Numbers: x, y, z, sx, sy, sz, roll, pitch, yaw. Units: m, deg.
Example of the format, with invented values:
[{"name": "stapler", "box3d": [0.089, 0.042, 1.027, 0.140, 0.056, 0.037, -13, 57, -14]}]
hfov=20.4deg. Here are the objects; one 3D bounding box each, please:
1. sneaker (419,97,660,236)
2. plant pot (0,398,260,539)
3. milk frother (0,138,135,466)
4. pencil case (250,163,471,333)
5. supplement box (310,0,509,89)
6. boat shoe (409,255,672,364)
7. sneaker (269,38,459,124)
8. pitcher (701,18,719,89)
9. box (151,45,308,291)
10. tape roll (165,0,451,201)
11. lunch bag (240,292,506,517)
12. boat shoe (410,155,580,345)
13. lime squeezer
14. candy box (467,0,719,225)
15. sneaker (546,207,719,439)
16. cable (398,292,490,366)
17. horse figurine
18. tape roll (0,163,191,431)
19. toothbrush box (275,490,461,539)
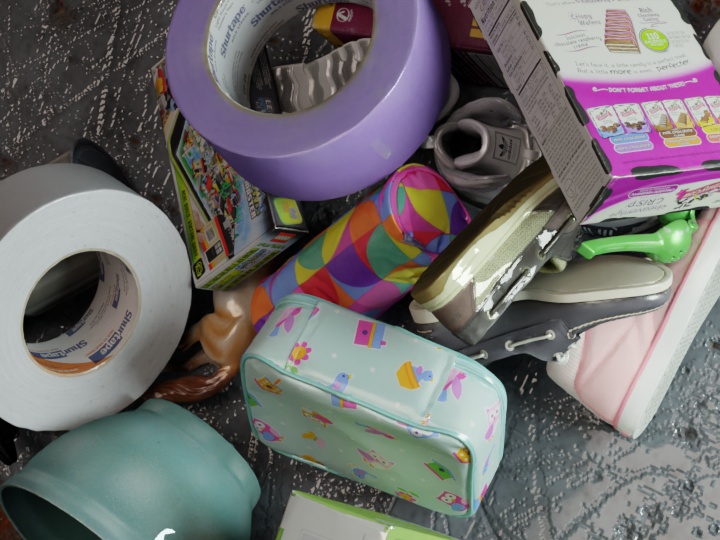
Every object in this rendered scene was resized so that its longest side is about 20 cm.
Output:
[{"name": "sneaker", "box3d": [0.140, -0.077, 1.499, 0.199, 0.115, 0.076, 7, 82, 25]}, {"name": "plant pot", "box3d": [-0.161, 0.186, 1.547, 0.200, 0.201, 0.134, 29, 63, 26]}, {"name": "milk frother", "box3d": [-0.266, 0.028, 1.648, 0.187, 0.181, 0.201, -27, 101, 17]}, {"name": "pencil case", "box3d": [0.000, 0.000, 1.523, 0.200, 0.088, 0.089, -36, 64, 42]}, {"name": "supplement box", "box3d": [0.080, -0.221, 1.565, 0.199, 0.103, 0.132, 10, 81, 25]}, {"name": "boat shoe", "box3d": [0.134, 0.035, 1.444, 0.199, 0.073, 0.063, -8, 108, 25]}, {"name": "sneaker", "box3d": [0.002, -0.139, 1.574, 0.199, 0.082, 0.075, 2, 88, 39]}, {"name": "pitcher", "box3d": [0.321, -0.098, 1.413, 0.171, 0.121, 0.200, -41, 70, -17]}, {"name": "box", "box3d": [-0.106, -0.098, 1.584, 0.110, 0.035, 0.201, -35, 60, 41]}, {"name": "tape roll", "box3d": [-0.038, -0.159, 1.483, 0.199, 0.085, 0.201, -7, 68, 18]}, {"name": "lunch bag", "box3d": [0.009, 0.102, 1.486, 0.199, 0.161, 0.077, 21, 63, 16]}, {"name": "boat shoe", "box3d": [0.119, -0.024, 1.413, 0.201, 0.072, 0.066, -42, 101, -26]}, {"name": "lime squeezer", "box3d": [0.207, -0.044, 1.426, 0.070, 0.200, 0.038, 26, 129, 6]}, {"name": "candy box", "box3d": [0.177, -0.134, 1.407, 0.061, 0.136, 0.201, -57, 48, 49]}, {"name": "sneaker", "box3d": [0.206, 0.013, 1.472, 0.104, 0.075, 0.201, 30, 95, 21]}, {"name": "cable", "box3d": [0.054, 0.019, 1.570, 0.199, 0.050, 0.098, 12, 101, 38]}, {"name": "horse figurine", "box3d": [-0.116, 0.023, 1.627, 0.132, 0.050, 0.201, 7, 79, 31]}, {"name": "tape roll", "box3d": [-0.231, 0.022, 1.549, 0.066, 0.200, 0.201, 29, 91, 47]}, {"name": "toothbrush box", "box3d": [0.002, 0.249, 1.440, 0.086, 0.200, 0.147, 16, 85, 27]}]
